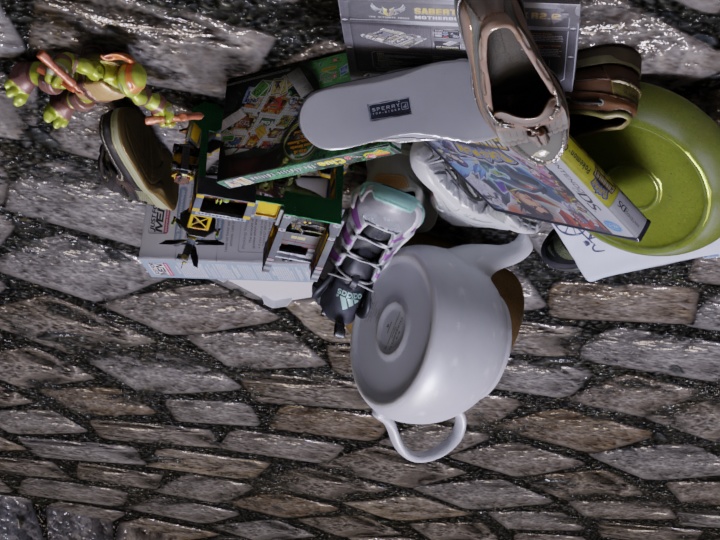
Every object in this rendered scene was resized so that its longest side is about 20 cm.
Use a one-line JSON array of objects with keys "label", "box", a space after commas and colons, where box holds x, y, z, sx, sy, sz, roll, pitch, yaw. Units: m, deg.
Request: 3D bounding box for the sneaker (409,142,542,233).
[{"label": "sneaker", "box": [0.100, -0.080, 1.800, 0.099, 0.079, 0.200, -6, 157, 38]}]

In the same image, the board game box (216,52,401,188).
[{"label": "board game box", "box": [-0.045, -0.141, 1.619, 0.199, 0.106, 0.023, -8, 155, 35]}]

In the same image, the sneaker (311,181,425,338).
[{"label": "sneaker", "box": [0.000, 0.000, 1.786, 0.077, 0.141, 0.200, 21, 161, -5]}]

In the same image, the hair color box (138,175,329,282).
[{"label": "hair color box", "box": [-0.132, -0.045, 1.913, 0.198, 0.100, 0.061, 2, 161, 8]}]

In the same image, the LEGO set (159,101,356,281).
[{"label": "LEGO set", "box": [-0.100, -0.071, 1.757, 0.198, 0.155, 0.116, 3, 145, -17]}]

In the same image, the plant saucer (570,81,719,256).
[{"label": "plant saucer", "box": [0.256, -0.085, 1.656, 0.199, 0.031, 0.201, 18, 136, 19]}]

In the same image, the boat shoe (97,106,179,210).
[{"label": "boat shoe", "box": [-0.236, -0.107, 1.808, 0.064, 0.074, 0.200, -4, 159, 9]}]

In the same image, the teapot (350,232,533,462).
[{"label": "teapot", "box": [0.090, 0.076, 1.857, 0.145, 0.199, 0.200, 13, 150, -31]}]

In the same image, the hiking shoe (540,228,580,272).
[{"label": "hiking shoe", "box": [0.236, -0.065, 1.830, 0.100, 0.076, 0.200, 24, 145, -23]}]

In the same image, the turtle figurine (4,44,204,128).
[{"label": "turtle figurine", "box": [-0.253, -0.175, 1.635, 0.160, 0.065, 0.199, -2, 169, 41]}]

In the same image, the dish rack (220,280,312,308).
[{"label": "dish rack", "box": [-0.079, -0.002, 2.108, 0.199, 0.044, 0.171, -10, 155, 33]}]

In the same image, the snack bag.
[{"label": "snack bag", "box": [0.242, -0.073, 1.716, 0.188, 0.021, 0.201, -12, 121, 41]}]

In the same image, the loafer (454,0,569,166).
[{"label": "loafer", "box": [0.123, -0.146, 1.418, 0.071, 0.063, 0.201, -20, 135, 8]}]

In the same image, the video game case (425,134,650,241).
[{"label": "video game case", "box": [0.144, -0.098, 1.628, 0.199, 0.026, 0.181, 15, 160, 50]}]

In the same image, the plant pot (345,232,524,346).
[{"label": "plant pot", "box": [0.050, 0.031, 2.000, 0.199, 0.188, 0.186, 34, 148, -30]}]

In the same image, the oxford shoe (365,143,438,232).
[{"label": "oxford shoe", "box": [0.040, -0.073, 1.860, 0.074, 0.058, 0.200, 0, 161, 9]}]

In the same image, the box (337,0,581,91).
[{"label": "box", "box": [0.084, -0.208, 1.482, 0.198, 0.049, 0.159, 3, 160, 6]}]

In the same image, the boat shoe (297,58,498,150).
[{"label": "boat shoe", "box": [0.046, -0.140, 1.515, 0.198, 0.073, 0.066, -11, -167, 2]}]

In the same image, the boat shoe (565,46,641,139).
[{"label": "boat shoe", "box": [0.163, -0.145, 1.608, 0.072, 0.069, 0.199, 21, 155, -39]}]
